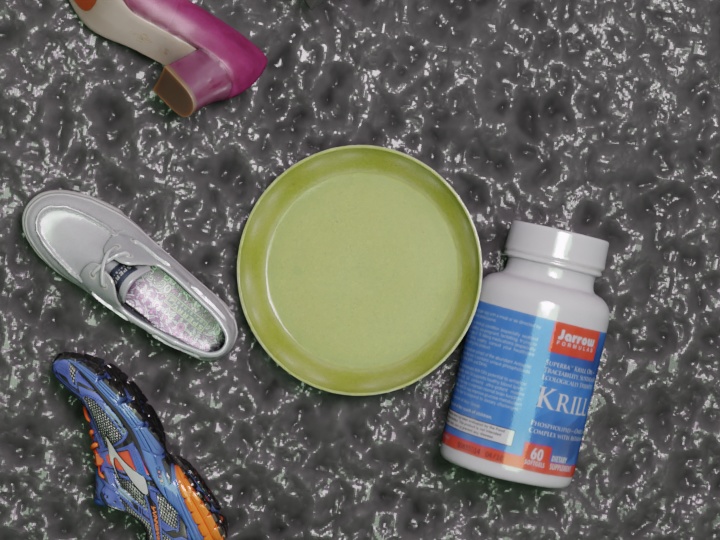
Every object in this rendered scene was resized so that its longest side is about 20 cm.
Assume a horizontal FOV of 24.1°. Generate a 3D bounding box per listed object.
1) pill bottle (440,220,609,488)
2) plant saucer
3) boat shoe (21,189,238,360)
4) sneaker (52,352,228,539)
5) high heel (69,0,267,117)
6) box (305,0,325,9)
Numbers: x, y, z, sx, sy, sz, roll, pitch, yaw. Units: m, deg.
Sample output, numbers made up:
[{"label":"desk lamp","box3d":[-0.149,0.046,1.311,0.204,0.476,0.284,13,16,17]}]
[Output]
[{"label":"pill bottle","box3d":[0.138,0.066,1.361,0.111,0.112,0.201,12,92,-7]},{"label":"plant saucer","box3d":[0.000,0.000,1.367,0.199,0.031,0.202,0,89,6]},{"label":"boat shoe","box3d":[-0.184,0.007,1.344,0.200,0.069,0.072,42,87,-7]},{"label":"sneaker","box3d":[-0.189,0.152,1.349,0.078,0.075,0.201,-34,94,-1]},{"label":"high heel","box3d":[-0.165,-0.214,1.358,0.096,0.067,0.200,-35,87,-41]},{"label":"box","box3d":[-0.039,-0.328,1.332,0.124,0.097,0.201,-34,95,-4]}]
